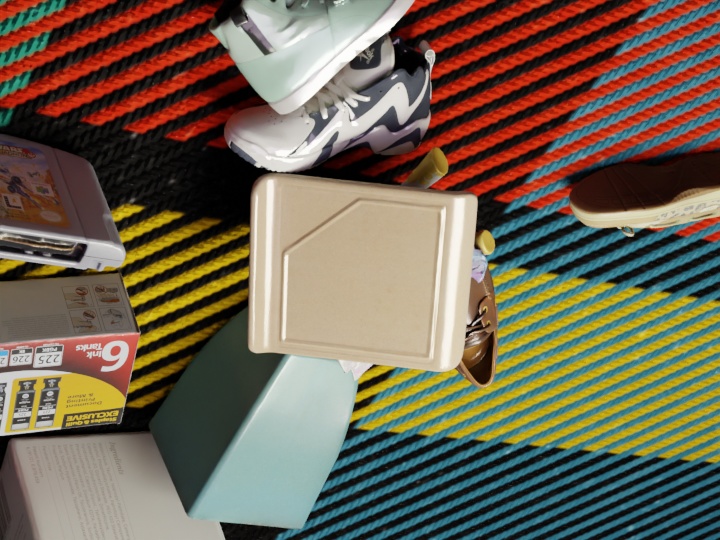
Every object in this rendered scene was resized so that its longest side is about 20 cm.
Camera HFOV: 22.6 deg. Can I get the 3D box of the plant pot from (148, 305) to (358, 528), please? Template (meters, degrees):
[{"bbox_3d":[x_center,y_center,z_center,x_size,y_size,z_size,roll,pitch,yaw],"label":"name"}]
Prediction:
[{"bbox_3d":[-0.096,0.135,1.818,0.141,0.142,0.201,10,122,-35],"label":"plant pot"}]

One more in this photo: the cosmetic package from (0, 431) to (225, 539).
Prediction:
[{"bbox_3d":[-0.269,0.282,1.865,0.199,0.167,0.168,-1,135,-27],"label":"cosmetic package"}]

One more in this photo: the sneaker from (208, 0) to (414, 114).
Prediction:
[{"bbox_3d":[-0.033,-0.237,1.488,0.200,0.074,0.118,-44,117,3],"label":"sneaker"}]

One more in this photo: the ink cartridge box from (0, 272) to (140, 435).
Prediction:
[{"bbox_3d":[-0.323,0.097,1.700,0.199,0.084,0.176,-5,137,-23],"label":"ink cartridge box"}]

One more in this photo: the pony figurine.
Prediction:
[{"bbox_3d":[0.019,-0.017,1.691,0.199,0.167,0.194,-12,127,33],"label":"pony figurine"}]

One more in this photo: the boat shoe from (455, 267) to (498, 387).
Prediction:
[{"bbox_3d":[0.114,0.047,1.872,0.072,0.068,0.201,-20,140,-4],"label":"boat shoe"}]

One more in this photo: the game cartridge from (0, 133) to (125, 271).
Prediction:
[{"bbox_3d":[-0.301,-0.064,1.494,0.199,0.134,0.042,8,131,-34],"label":"game cartridge"}]

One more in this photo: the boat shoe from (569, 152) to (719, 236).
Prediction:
[{"bbox_3d":[0.302,-0.068,1.836,0.199,0.074,0.063,-9,135,-19],"label":"boat shoe"}]

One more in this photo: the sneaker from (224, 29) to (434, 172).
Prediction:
[{"bbox_3d":[-0.019,-0.161,1.572,0.198,0.080,0.130,-3,134,-23],"label":"sneaker"}]

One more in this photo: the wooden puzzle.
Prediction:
[{"bbox_3d":[0.000,0.000,1.615,0.198,0.037,0.186,4,121,1],"label":"wooden puzzle"}]
